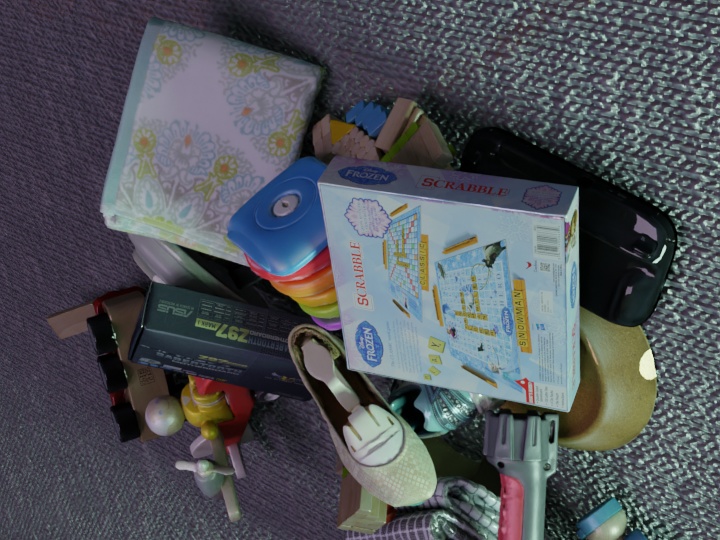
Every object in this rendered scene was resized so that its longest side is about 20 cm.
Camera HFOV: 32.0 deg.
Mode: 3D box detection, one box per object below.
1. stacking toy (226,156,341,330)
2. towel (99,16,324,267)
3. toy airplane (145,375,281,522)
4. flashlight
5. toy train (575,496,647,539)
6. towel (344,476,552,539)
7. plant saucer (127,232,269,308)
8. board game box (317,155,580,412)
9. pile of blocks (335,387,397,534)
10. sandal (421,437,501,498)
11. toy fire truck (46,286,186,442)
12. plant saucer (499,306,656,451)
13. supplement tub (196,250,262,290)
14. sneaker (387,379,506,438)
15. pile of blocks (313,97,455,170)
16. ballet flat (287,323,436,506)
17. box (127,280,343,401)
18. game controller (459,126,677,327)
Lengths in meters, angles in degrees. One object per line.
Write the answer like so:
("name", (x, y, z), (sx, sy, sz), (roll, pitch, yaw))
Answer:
("stacking toy", (-0.023, 0.008, 1.124), (0.116, 0.110, 0.200), (37, 165, 48))
("towel", (-0.140, -0.115, 1.163), (0.170, 0.048, 0.202), (17, 100, 1))
("toy airplane", (-0.175, 0.160, 1.415), (0.200, 0.140, 0.201), (-157, 63, -66))
("flashlight", (0.125, 0.221, 1.075), (0.068, 0.067, 0.202), (2, 91, 49))
("toy train", (0.183, 0.300, 1.099), (0.116, 0.200, 0.085), (53, -176, 17))
("towel", (0.100, 0.281, 1.190), (0.200, 0.086, 0.165), (39, 150, -15))
("plant saucer", (-0.179, -0.001, 1.291), (0.200, 0.050, 0.200), (41, -177, -3))
("board game box", (0.074, 0.012, 1.001), (0.198, 0.041, 0.201), (10, 132, 20))
("pile of blocks", (0.016, 0.161, 1.178), (0.062, 0.201, 0.082), (15, 125, -16))
("sandal", (0.069, 0.206, 1.239), (0.210, 0.078, 0.070), (19, 127, 32))
("toy fire truck", (-0.303, 0.105, 1.560), (0.200, 0.128, 0.178), (-148, 43, -64))
("plant saucer", (0.160, 0.076, 1.084), (0.199, 0.035, 0.202), (27, 132, 34))
("supplement tub", (-0.139, -0.084, 1.242), (0.107, 0.107, 0.201), (-26, 95, 52))
("sneaker", (0.053, 0.116, 1.159), (0.078, 0.086, 0.200), (60, 161, 1))
("pile of blocks", (0.033, -0.101, 1.083), (0.200, 0.062, 0.083), (32, 94, 55))
("ballet flat", (-0.008, 0.124, 1.097), (0.200, 0.067, 0.062), (49, 177, 34))
("box", (-0.123, 0.074, 1.238), (0.198, 0.051, 0.158), (13, 160, -12))
("game controller", (0.156, -0.035, 1.005), (0.199, 0.042, 0.105), (32, 133, 30))
